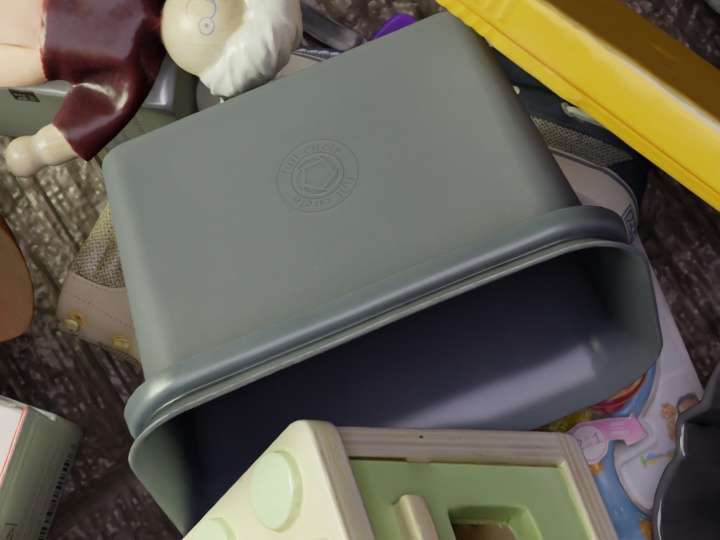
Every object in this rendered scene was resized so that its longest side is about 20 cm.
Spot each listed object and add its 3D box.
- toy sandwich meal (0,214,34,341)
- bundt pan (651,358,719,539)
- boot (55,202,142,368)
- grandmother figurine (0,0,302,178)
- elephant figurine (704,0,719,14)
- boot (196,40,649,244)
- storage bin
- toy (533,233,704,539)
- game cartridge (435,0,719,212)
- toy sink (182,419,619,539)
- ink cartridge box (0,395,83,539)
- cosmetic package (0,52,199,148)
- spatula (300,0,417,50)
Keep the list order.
[{"bbox_3d":[-0.232,0.014,0.834,0.204,0.206,0.071,-19,56,-2],"label":"toy sandwich meal"},{"bbox_3d":[0.215,0.112,0.858,0.075,0.201,0.204,7,79,-41],"label":"bundt pan"},{"bbox_3d":[-0.064,0.059,0.929,0.154,0.073,0.202,20,93,10],"label":"boot"},{"bbox_3d":[-0.121,-0.097,0.849,0.198,0.061,0.122,3,93,3],"label":"grandmother figurine"},{"bbox_3d":[0.180,-0.152,0.928,0.199,0.141,0.156,32,98,11],"label":"elephant figurine"},{"bbox_3d":[0.033,-0.068,0.944,0.199,0.073,0.091,21,49,3],"label":"boot"},{"bbox_3d":[0.000,0.000,0.833,0.199,0.146,0.135,-21,60,2],"label":"storage bin"},{"bbox_3d":[0.092,0.050,0.939,0.114,0.047,0.201,-21,83,-4],"label":"toy"},{"bbox_3d":[0.112,-0.074,0.852,0.199,0.176,0.033,35,104,3],"label":"game cartridge"},{"bbox_3d":[0.004,0.137,0.793,0.199,0.112,0.131,5,51,-37],"label":"toy sink"},{"bbox_3d":[-0.172,0.147,0.865,0.043,0.174,0.202,18,82,3],"label":"ink cartridge box"},{"bbox_3d":[-0.168,-0.107,0.934,0.198,0.113,0.082,5,82,3],"label":"cosmetic package"},{"bbox_3d":[-0.030,-0.119,0.978,0.199,0.021,0.057,35,83,6],"label":"spatula"}]
